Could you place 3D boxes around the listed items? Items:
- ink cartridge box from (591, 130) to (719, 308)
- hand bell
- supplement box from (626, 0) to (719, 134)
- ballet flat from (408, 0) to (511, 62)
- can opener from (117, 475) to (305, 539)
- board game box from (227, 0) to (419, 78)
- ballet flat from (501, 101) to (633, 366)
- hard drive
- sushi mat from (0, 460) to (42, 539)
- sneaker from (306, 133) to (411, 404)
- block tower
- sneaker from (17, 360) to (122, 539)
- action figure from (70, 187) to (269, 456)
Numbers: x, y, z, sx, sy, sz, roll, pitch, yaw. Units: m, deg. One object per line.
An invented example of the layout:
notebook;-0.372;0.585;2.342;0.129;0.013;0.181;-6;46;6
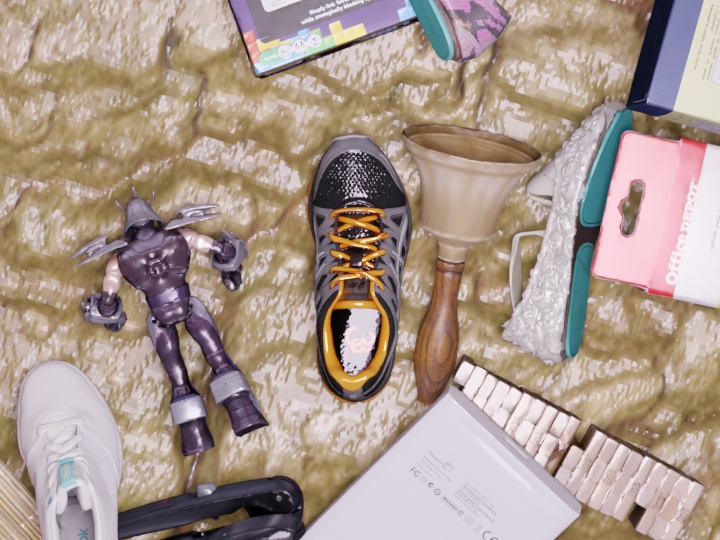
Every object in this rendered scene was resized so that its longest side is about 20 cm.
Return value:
ink cartridge box;0.274;-0.029;1.735;0.199;0.067;0.117;13;93;-1
hand bell;0.066;0.002;1.743;0.104;0.104;0.201;9;106;0
supplement box;0.310;-0.182;1.634;0.199;0.134;0.201;15;93;-1
ballet flat;0.040;-0.243;1.676;0.071;0.069;0.200;-35;96;-16
can opener;-0.135;0.193;1.755;0.199;0.079;0.064;-10;88;13
board game box;-0.011;-0.251;1.730;0.199;0.057;0.166;-19;91;1
ballet flat;0.145;-0.031;1.739;0.072;0.072;0.201;13;93;-1
hard drive;0.047;0.197;1.740;0.132;0.026;0.200;43;110;-4
sushi mat;-0.268;0.208;1.760;0.096;0.012;0.200;-45;83;10
sneaker;0.000;0.000;1.734;0.078;0.077;0.201;-3;92;2
block tower;0.151;0.134;1.752;0.200;0.054;0.058;29;92;-1
sneaker;-0.208;0.150;1.714;0.075;0.089;0.201;-12;68;-4
action figure;-0.136;0.034;1.744;0.130;0.069;0.201;-20;89;8
